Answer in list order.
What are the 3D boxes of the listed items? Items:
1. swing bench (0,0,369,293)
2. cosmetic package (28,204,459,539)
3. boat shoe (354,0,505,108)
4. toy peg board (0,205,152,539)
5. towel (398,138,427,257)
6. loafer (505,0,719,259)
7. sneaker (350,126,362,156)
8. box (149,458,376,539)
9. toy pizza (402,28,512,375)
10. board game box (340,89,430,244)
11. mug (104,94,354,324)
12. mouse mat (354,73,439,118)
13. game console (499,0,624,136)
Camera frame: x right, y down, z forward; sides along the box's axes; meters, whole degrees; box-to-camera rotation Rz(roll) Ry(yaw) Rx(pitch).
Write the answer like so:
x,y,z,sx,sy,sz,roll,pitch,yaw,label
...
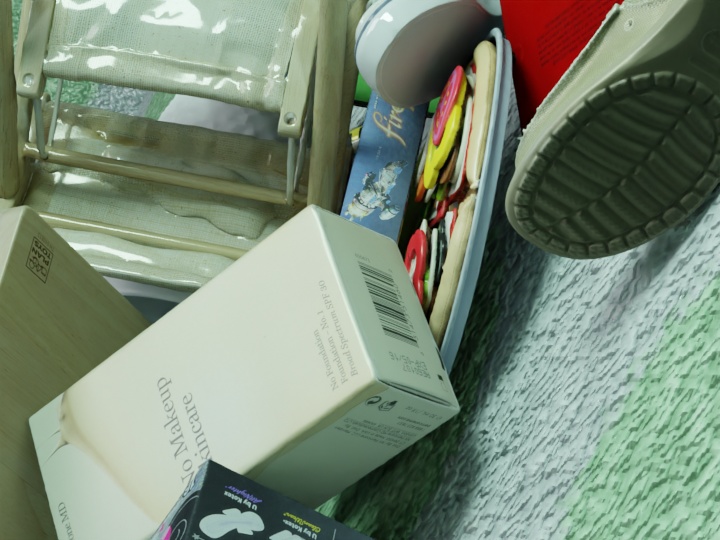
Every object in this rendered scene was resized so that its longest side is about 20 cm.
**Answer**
x,y,z,sx,sy,sz,roll,pitch,yaw,label
-0.103,-0.098,1.152,0.130,0.197,0.201,-68,-12,-64,swing bench
-0.060,0.070,1.014,0.200,0.073,0.104,-36,57,23,cosmetic package
0.034,-0.136,1.129,0.074,0.065,0.200,-56,-15,18,boat shoe
-0.182,0.107,1.116,0.097,0.200,0.200,-9,52,28,toy peg board
0.018,-0.005,1.294,0.201,0.018,0.086,-66,14,-9,towel
0.135,-0.088,0.879,0.200,0.075,0.068,-48,17,22,loafer
-0.032,-0.015,1.380,0.076,0.075,0.201,-45,24,59,sneaker
-0.069,0.208,0.972,0.200,0.131,0.115,-54,15,39,box
0.041,-0.028,1.086,0.200,0.031,0.202,-169,90,-87,toy pizza
0.000,0.000,1.157,0.136,0.034,0.201,102,-179,-52,board game box
-0.087,-0.027,1.310,0.200,0.147,0.176,-28,43,61,mug
-0.011,-0.133,1.299,0.200,0.160,0.008,-70,-10,-69,mouse mat
0.158,-0.156,1.030,0.200,0.118,0.174,147,116,-67,game console
